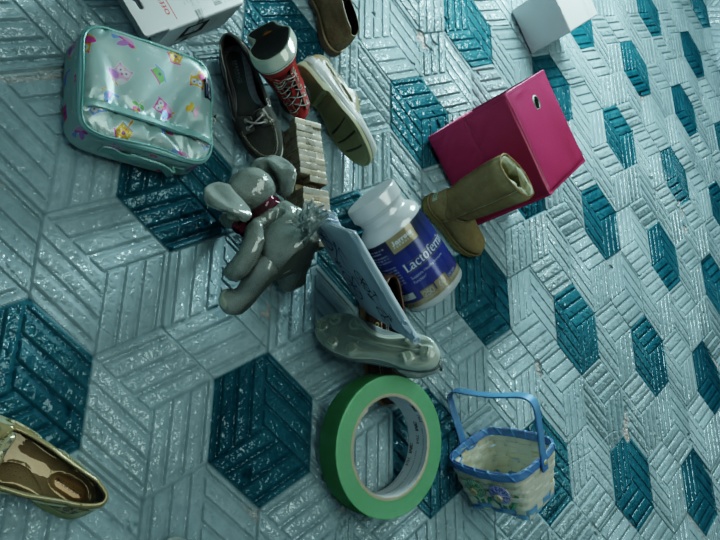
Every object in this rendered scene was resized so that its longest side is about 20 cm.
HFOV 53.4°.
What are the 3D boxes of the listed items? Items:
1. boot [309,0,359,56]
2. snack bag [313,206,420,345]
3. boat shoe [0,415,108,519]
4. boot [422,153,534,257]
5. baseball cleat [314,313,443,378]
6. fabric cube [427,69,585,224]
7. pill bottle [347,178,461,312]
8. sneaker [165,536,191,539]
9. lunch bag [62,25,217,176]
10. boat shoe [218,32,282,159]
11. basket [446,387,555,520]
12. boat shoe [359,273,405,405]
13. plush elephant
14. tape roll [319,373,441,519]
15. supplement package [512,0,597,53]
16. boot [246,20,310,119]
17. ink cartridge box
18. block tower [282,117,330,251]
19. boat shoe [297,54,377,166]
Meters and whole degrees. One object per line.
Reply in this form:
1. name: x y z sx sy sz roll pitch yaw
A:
1. boot: -0.053 -0.489 1.256 0.073 0.075 0.205 -16 85 -43
2. snack bag: 0.000 0.000 0.990 0.021 0.199 0.191 -35 112 -11
3. boat shoe: -0.349 0.193 0.730 0.198 0.062 0.075 35 54 -29
4. boot: 0.230 -0.109 1.296 0.174 0.198 0.067 36 53 -27
5. baseball cleat: 0.027 0.122 1.065 0.071 0.196 0.107 -65 154 -21
6. fabric cube: 0.288 -0.238 1.401 0.195 0.198 0.203 -35 100 -45
7. pill bottle: 0.071 -0.042 1.181 0.202 0.115 0.116 53 47 -14
8. sneaker: -0.152 0.393 0.807 0.075 0.114 0.203 -40 103 -44
9. lunch bag: -0.282 -0.213 0.934 0.197 0.076 0.165 10 68 -41
10. boat shoe: -0.168 -0.253 1.055 0.057 0.065 0.204 62 8 -80
11. basket: 0.233 0.293 1.170 0.137 0.174 0.205 -19 99 -41
12. boat shoe: 0.043 0.107 1.132 0.069 0.069 0.206 2 75 -46
13. plush elephant: -0.137 -0.065 0.967 0.156 0.201 0.163 49 42 14
14. tape roll: 0.032 0.256 1.052 0.197 0.048 0.206 4 84 -36
15. supplement package: 0.490 -0.650 1.800 0.199 0.118 0.123 -38 102 -44
16. boot: -0.106 -0.281 1.062 0.146 0.071 0.201 63 1 -28
17. ink cartridge box: -0.275 -0.390 1.012 0.200 0.066 0.117 -42 104 -44
18. block tower: -0.086 -0.127 1.106 0.053 0.057 0.206 5 73 -42
19. boat shoe: -0.030 -0.273 1.198 0.202 0.074 0.068 54 52 -13
